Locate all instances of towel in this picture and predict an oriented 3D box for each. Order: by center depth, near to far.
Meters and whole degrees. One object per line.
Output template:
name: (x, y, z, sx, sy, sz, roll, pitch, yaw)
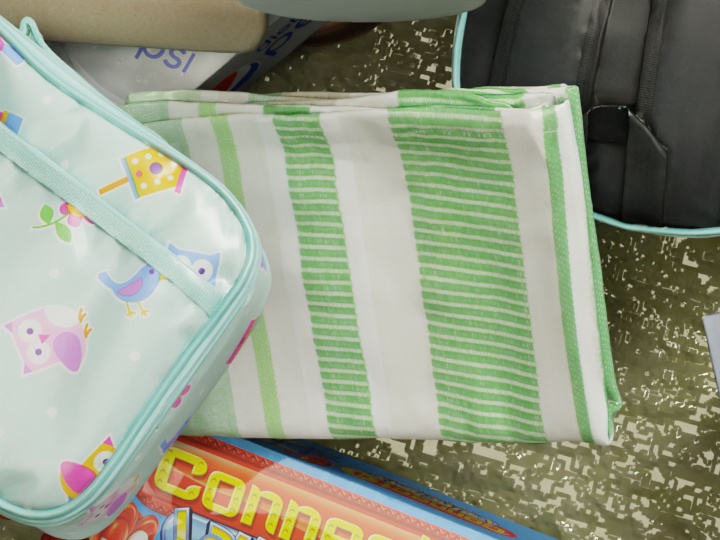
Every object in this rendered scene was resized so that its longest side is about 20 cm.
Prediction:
towel: (0.000, 0.000, 1.032, 0.199, 0.023, 0.153, 0, 113, 25)

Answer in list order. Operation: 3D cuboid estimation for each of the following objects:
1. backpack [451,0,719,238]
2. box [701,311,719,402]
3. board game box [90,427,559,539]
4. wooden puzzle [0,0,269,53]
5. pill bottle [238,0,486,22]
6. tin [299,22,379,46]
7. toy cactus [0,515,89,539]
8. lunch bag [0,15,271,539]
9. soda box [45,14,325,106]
backpack: (0.130, -0.113, 1.033, 0.175, 0.153, 0.201, 14, 92, 15)
box: (0.184, 0.116, 1.017, 0.040, 0.137, 0.201, -14, 78, 17)
board game box: (-0.034, 0.177, 1.127, 0.199, 0.056, 0.197, 20, 96, 13)
wooden puzzle: (-0.110, -0.191, 1.059, 0.184, 0.037, 0.201, 5, 85, 17)
pill bottle: (0.002, -0.198, 0.972, 0.115, 0.116, 0.201, 1, 86, 14)
tin: (-0.060, -0.179, 1.140, 0.200, 0.042, 0.112, 37, 103, 10)
toy cactus: (-0.140, 0.040, 1.111, 0.102, 0.200, 0.166, 29, 84, -30)
lunch bag: (-0.142, -0.009, 1.005, 0.200, 0.077, 0.161, 36, 87, 9)
soda box: (-0.046, -0.124, 1.085, 0.200, 0.068, 0.064, -39, 82, 12)
